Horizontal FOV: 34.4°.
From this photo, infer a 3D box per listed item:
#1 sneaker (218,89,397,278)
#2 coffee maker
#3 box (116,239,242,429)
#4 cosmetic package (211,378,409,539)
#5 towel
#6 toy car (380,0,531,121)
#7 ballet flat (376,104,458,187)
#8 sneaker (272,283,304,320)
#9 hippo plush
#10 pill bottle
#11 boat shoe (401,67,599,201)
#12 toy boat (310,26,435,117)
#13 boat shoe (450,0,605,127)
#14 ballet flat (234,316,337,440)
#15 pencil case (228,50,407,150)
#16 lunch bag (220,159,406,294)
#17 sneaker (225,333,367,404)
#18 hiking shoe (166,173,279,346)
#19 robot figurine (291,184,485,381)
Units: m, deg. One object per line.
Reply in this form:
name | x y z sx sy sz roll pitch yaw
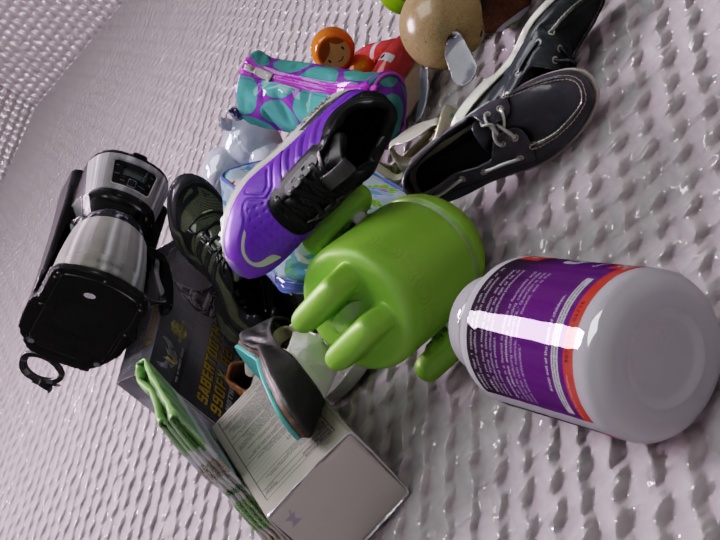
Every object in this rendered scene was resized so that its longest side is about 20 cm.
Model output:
sneaker | -0.040 -0.078 0.980 0.200 0.070 0.099 -53 24 -12
coffee maker | -0.296 -0.007 1.260 0.192 0.135 0.200 -28 36 26
box | -0.183 0.085 1.303 0.048 0.158 0.200 -25 37 26
cosmetic package | -0.050 0.168 1.040 0.103 0.087 0.200 -44 24 -3
towel | -0.133 0.178 1.064 0.031 0.200 0.149 -41 24 -7
toy car | 0.102 -0.255 1.204 0.164 0.157 0.200 -37 39 55
ballet flat | 0.043 -0.106 1.226 0.200 0.069 0.070 -38 31 36
sneaker | -0.067 0.022 1.306 0.083 0.072 0.200 -36 16 -23
hippo plush | -0.119 -0.119 1.363 0.161 0.159 0.200 40 103 23
pill bottle | 0.145 0.048 0.811 0.113 0.112 0.200 -62 26 -9
boat shoe | 0.122 -0.116 1.046 0.200 0.073 0.063 -29 -5 27
toy boat | -0.003 -0.236 1.375 0.131 0.131 0.200 -58 25 -12
boat shoe | 0.170 -0.183 1.091 0.199 0.074 0.066 -47 56 6
ballet flat | -0.062 0.080 1.017 0.068 0.068 0.200 -36 24 -6
pencil case | -0.046 -0.188 1.273 0.200 0.092 0.085 14 74 33
lunch bag | -0.037 -0.052 1.150 0.200 0.160 0.083 37 135 52
sneaker | -0.067 0.095 1.175 0.200 0.085 0.073 -30 35 42
hiking shoe | -0.135 -0.019 1.238 0.076 0.200 0.101 -28 3 -36
robot figurine | 0.031 0.007 0.999 0.200 0.175 0.116 -37 -9 -45
